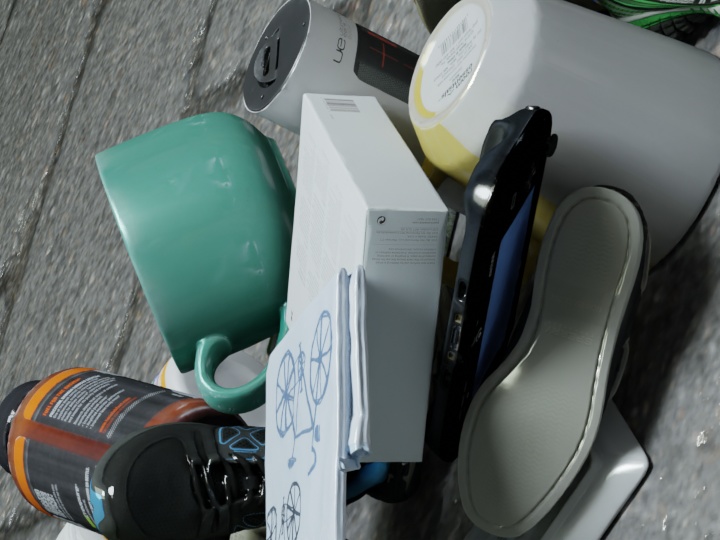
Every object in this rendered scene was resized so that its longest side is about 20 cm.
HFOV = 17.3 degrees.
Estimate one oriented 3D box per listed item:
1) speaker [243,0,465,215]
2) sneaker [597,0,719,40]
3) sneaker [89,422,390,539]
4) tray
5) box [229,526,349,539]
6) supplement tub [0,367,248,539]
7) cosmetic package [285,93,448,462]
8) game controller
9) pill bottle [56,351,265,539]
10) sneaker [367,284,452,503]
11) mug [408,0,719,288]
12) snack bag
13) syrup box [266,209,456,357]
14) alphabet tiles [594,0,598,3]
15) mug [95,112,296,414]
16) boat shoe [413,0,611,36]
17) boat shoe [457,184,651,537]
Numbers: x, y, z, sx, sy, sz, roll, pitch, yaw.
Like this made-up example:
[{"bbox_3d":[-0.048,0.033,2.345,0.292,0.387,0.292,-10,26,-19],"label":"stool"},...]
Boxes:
[{"bbox_3d":[0.026,-0.097,1.496,0.081,0.199,0.082,-45,31,37],"label":"speaker"},{"bbox_3d":[0.192,-0.188,1.372,0.200,0.085,0.078,-21,38,57],"label":"sneaker"},{"bbox_3d":[-0.071,0.121,1.421,0.082,0.199,0.074,-13,86,48],"label":"sneaker"},{"bbox_3d":[0.088,0.158,1.348,0.201,0.022,0.108,-58,26,16],"label":"tray"},{"bbox_3d":[-0.021,0.201,1.423,0.200,0.081,0.069,-170,91,-73],"label":"box"},{"bbox_3d":[-0.164,0.123,1.581,0.199,0.107,0.108,12,77,47],"label":"supplement tub"},{"bbox_3d":[0.000,0.000,1.369,0.200,0.051,0.152,-117,32,-65],"label":"cosmetic package"},{"bbox_3d":[0.071,0.009,1.303,0.105,0.042,0.201,-69,-11,-53],"label":"game controller"},{"bbox_3d":[-0.139,0.155,1.708,0.200,0.112,0.112,-51,28,28],"label":"pill bottle"},{"bbox_3d":[0.032,0.047,1.515,0.077,0.086,0.202,-8,81,46],"label":"sneaker"},{"bbox_3d":[0.105,-0.073,1.372,0.188,0.152,0.149,-66,25,-3],"label":"mug"},{"bbox_3d":[-0.026,0.116,1.300,0.189,0.021,0.202,131,142,-68],"label":"snack bag"},{"bbox_3d":[0.009,-0.026,1.614,0.081,0.078,0.201,-26,45,56],"label":"syrup box"},{"bbox_3d":[0.144,-0.209,1.600,0.201,0.008,0.167,-64,23,3],"label":"alphabet tiles"},{"bbox_3d":[-0.087,-0.010,1.541,0.114,0.186,0.152,-22,6,-3],"label":"mug"},{"bbox_3d":[0.083,-0.172,1.452,0.076,0.200,0.074,-41,61,17],"label":"boat shoe"},{"bbox_3d":[0.110,0.050,1.310,0.060,0.073,0.202,0,-73,-71],"label":"boat shoe"}]
